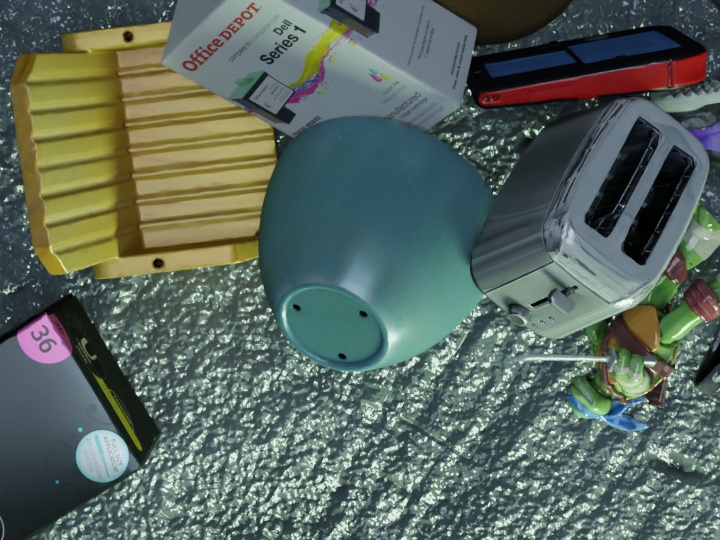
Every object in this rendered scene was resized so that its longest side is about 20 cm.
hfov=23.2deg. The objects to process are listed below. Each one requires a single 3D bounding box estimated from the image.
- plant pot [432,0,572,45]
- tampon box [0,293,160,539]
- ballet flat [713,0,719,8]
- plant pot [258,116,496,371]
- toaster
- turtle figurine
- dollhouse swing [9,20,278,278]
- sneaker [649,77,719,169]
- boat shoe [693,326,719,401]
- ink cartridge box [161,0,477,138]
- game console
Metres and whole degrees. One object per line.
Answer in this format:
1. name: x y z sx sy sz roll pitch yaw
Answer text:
1. plant pot: 0.099 -0.272 1.357 0.185 0.200 0.188 0 96 2
2. tampon box: -0.292 0.139 1.448 0.199 0.126 0.150 -32 95 4
3. ballet flat: 0.281 -0.285 1.426 0.046 0.067 0.200 -39 91 -27
4. plant pot: 0.000 0.000 1.373 0.199 0.135 0.201 14 136 14
5. toaster: 0.178 -0.048 1.318 0.113 0.129 0.201 38 68 -15
6. turtle figurine: 0.214 0.024 1.414 0.194 0.144 0.200 -43 97 10
7. dollhouse swing: -0.164 -0.097 1.395 0.181 0.176 0.201 -6 95 2
8. sneaker: 0.340 -0.110 1.440 0.199 0.070 0.100 -4 103 6
9. boat shoe: 0.332 0.020 1.448 0.062 0.073 0.201 17 101 -4
10. ink cartridge box: -0.034 -0.175 1.363 0.199 0.145 0.084 28 57 -22
11. game console: 0.170 -0.161 1.367 0.176 0.200 0.031 -5 103 2
